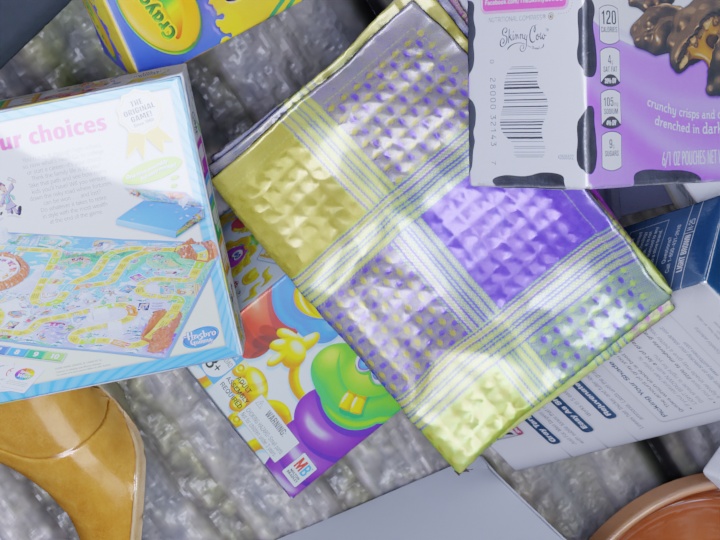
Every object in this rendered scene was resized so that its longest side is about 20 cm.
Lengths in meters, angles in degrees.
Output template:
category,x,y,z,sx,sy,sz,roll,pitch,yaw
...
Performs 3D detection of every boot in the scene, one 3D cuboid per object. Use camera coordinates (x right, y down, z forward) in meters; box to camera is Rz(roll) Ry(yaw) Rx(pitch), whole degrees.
category,x,y,z,sx,sy,sz,roll,pitch,yaw
boot,-0.182,0.075,1.148,0.143,0.071,0.202,-5,109,-13

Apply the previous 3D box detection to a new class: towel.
category,x,y,z,sx,sy,sz,roll,pitch,yaw
towel,0.037,-0.018,1.081,0.143,0.023,0.200,-37,101,8

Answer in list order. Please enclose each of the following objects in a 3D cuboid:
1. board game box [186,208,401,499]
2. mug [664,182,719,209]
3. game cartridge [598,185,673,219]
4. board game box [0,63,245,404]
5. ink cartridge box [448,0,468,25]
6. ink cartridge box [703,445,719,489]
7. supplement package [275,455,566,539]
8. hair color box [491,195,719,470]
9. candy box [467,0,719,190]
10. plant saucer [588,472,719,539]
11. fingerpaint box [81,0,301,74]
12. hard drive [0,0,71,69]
category,x,y,z,sx,sy,sz,roll,pitch,yaw
board game box,0.000,0.000,1.168,0.200,0.105,0.103,-39,118,-5
mug,0.246,-0.052,1.199,0.153,0.149,0.187,-32,111,0
game cartridge,0.185,-0.104,1.249,0.199,0.038,0.130,-14,117,-17
board game box,-0.163,-0.009,1.063,0.199,0.034,0.135,-11,103,2
ink cartridge box,0.092,-0.205,1.099,0.200,0.084,0.146,-51,124,-30
ink cartridge box,0.307,0.069,1.276,0.084,0.145,0.200,42,79,-28
supplement package,0.046,0.207,1.204,0.155,0.200,0.111,-21,115,-14
hair color box,0.131,0.036,1.188,0.100,0.199,0.061,43,49,-28
candy box,0.127,-0.139,1.027,0.167,0.071,0.201,-5,96,-44
plant saucer,0.196,0.211,1.364,0.199,0.032,0.201,-7,110,-19
fingerpaint box,-0.079,-0.216,1.077,0.166,0.073,0.201,-28,116,-11
hard drive,-0.202,-0.144,1.023,0.139,0.033,0.200,35,122,-28
